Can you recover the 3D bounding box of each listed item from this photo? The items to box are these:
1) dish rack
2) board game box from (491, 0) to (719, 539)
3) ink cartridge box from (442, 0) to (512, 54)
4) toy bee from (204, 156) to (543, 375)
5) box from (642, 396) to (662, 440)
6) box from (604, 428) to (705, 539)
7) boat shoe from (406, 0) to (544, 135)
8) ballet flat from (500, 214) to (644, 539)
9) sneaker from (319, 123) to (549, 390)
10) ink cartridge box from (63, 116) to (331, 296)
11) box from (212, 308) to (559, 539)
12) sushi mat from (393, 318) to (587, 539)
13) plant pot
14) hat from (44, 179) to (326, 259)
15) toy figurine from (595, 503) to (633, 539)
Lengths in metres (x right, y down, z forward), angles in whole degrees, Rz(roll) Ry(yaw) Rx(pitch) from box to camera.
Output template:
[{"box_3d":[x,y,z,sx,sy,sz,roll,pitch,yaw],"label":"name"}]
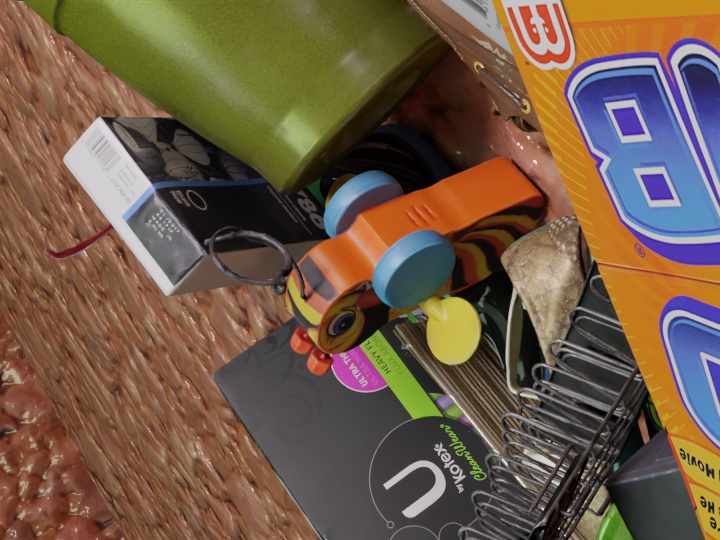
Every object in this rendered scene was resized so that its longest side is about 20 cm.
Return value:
[{"box_3d":[0.085,0.085,0.780,0.054,0.200,0.154,26,138,14],"label":"dish rack"},{"box_3d":[0.189,-0.039,0.453,0.200,0.200,0.200,14,131,64],"label":"board game box"},{"box_3d":[0.052,-0.193,0.752,0.200,0.083,0.147,44,155,37],"label":"ink cartridge box"},{"box_3d":[0.000,0.000,0.959,0.131,0.199,0.109,-106,25,-43],"label":"toy bee"},{"box_3d":[0.172,0.035,0.848,0.110,0.035,0.201,34,148,52],"label":"box"},{"box_3d":[0.212,0.136,0.725,0.106,0.122,0.200,-23,98,48],"label":"box"},{"box_3d":[0.080,-0.096,0.815,0.200,0.072,0.068,42,134,39],"label":"boat shoe"},{"box_3d":[0.114,0.073,0.929,0.070,0.065,0.201,-4,-95,-67],"label":"ballet flat"},{"box_3d":[0.046,0.001,1.040,0.200,0.083,0.071,51,159,23],"label":"sneaker"},{"box_3d":[-0.075,-0.041,0.999,0.100,0.039,0.200,50,-158,13],"label":"ink cartridge box"},{"box_3d":[0.028,0.117,1.120,0.200,0.148,0.124,52,175,21],"label":"box"},{"box_3d":[0.107,0.097,1.027,0.200,0.095,0.012,51,127,25],"label":"sushi mat"},{"box_3d":[-0.057,-0.152,0.958,0.193,0.200,0.200,46,159,3],"label":"plant pot"},{"box_3d":[-0.114,-0.054,1.214,0.166,0.176,0.200,50,158,26],"label":"hat"},{"box_3d":[0.160,0.224,0.801,0.184,0.149,0.201,-86,-8,-66],"label":"toy figurine"}]
